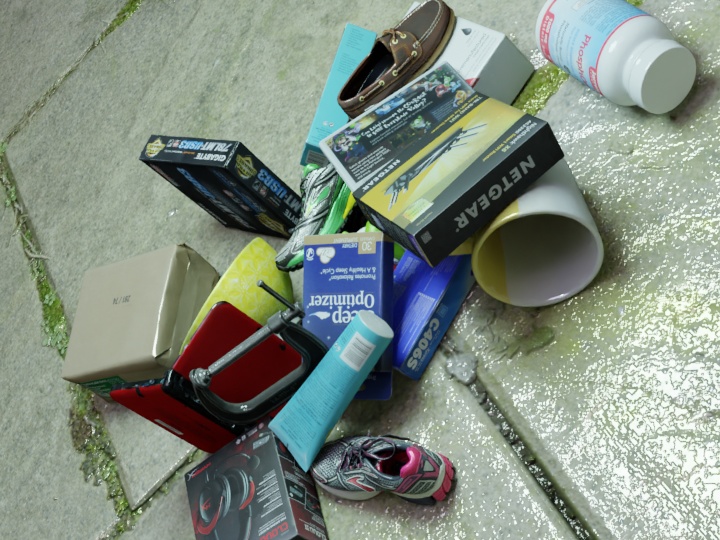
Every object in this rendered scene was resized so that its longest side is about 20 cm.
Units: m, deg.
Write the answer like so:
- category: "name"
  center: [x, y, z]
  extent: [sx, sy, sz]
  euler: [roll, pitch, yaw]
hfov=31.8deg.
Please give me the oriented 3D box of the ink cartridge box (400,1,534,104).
- category: "ink cartridge box"
  center: [0.112, -0.262, 1.702]
  extent: [0.145, 0.084, 0.199]
  euler: [-55, 42, -1]

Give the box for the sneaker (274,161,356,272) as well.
- category: "sneaker"
  center: [-0.055, -0.085, 1.642]
  extent: [0.201, 0.085, 0.078]
  euler: [-58, 6, -12]

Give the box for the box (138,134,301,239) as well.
- category: "box"
  center: [-0.182, -0.116, 1.779]
  extent: [0.197, 0.200, 0.050]
  euler: [9, 67, 43]

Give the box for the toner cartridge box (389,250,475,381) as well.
- category: "toner cartridge box"
  center: [0.079, 0.028, 1.569]
  extent: [0.095, 0.043, 0.201]
  euler: [24, 81, 45]

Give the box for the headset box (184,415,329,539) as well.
- category: "headset box"
  center: [-0.126, 0.305, 1.542]
  extent: [0.148, 0.075, 0.201]
  euler: [-35, 45, 17]

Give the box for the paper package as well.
- category: "paper package"
  center: [-0.320, 0.079, 1.842]
  extent: [0.198, 0.103, 0.193]
  euler: [-14, 55, 34]

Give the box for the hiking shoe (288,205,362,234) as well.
- category: "hiking shoe"
  center: [-0.026, -0.117, 1.714]
  extent: [0.075, 0.100, 0.202]
  euler: [7, 68, 43]

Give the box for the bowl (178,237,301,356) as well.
- category: "bowl"
  center: [-0.143, 0.068, 1.674]
  extent: [0.107, 0.200, 0.201]
  euler: [32, 84, 4]

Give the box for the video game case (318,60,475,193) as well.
- category: "video game case"
  center: [0.069, -0.156, 1.561]
  extent: [0.199, 0.023, 0.182]
  euler: [-33, 48, -3]

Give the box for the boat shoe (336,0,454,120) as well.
- category: "boat shoe"
  center: [0.046, -0.280, 1.659]
  extent: [0.201, 0.070, 0.070]
  euler: [-55, 41, -3]

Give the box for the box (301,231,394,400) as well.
- category: "box"
  center: [-0.016, 0.056, 1.542]
  extent: [0.120, 0.032, 0.203]
  euler: [-2, 86, 33]

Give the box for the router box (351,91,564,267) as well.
- category: "router box"
  center: [0.107, -0.108, 1.429]
  extent: [0.199, 0.052, 0.157]
  euler: [-40, 33, -9]

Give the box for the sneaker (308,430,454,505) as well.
- category: "sneaker"
  center: [0.014, 0.222, 1.475]
  extent: [0.198, 0.074, 0.082]
  euler: [-5, 61, 40]

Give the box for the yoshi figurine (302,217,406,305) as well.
- category: "yoshi figurine"
  center: [-0.014, -0.006, 1.634]
  extent: [0.111, 0.112, 0.202]
  euler: [2, 66, 50]

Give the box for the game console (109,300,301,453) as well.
- category: "game console"
  center: [-0.188, 0.141, 1.613]
  extent: [0.171, 0.200, 0.120]
  euler: [-10, 55, 37]

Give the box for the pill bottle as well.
- category: "pill bottle"
  center: [0.306, -0.266, 1.516]
  extent: [0.109, 0.109, 0.200]
  euler: [-48, 42, 4]

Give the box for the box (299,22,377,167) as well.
- category: "box"
  center: [-0.032, -0.247, 1.814]
  extent: [0.082, 0.049, 0.202]
  euler: [117, 171, -69]

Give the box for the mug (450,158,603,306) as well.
- category: "mug"
  center: [0.181, -0.071, 1.458]
  extent: [0.150, 0.185, 0.154]
  euler: [-52, 26, 38]

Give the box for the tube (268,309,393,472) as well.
- category: "tube"
  center: [-0.035, 0.140, 1.500]
  extent: [0.078, 0.050, 0.201]
  euler: [47, 111, 31]

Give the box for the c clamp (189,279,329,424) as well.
- category: "c clamp"
  center: [-0.127, 0.105, 1.505]
  extent: [0.200, 0.170, 0.027]
  euler: [-40, 38, 21]
